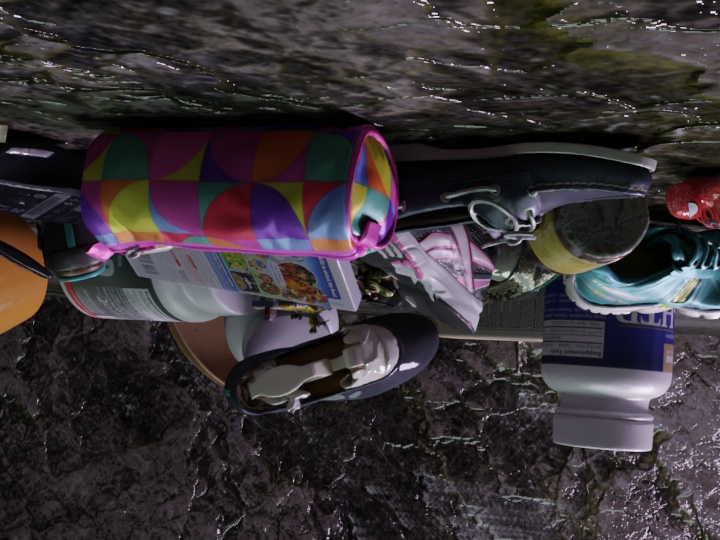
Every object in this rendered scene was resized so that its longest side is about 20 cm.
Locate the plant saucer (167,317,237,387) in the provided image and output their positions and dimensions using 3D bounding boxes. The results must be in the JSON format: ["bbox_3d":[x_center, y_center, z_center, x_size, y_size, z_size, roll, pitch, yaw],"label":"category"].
[{"bbox_3d":[-0.150,0.050,1.176,0.035,0.200,0.200,-30,156,31],"label":"plant saucer"}]

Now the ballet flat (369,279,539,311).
[{"bbox_3d":[0.098,0.001,1.140,0.200,0.068,0.068,-7,165,7],"label":"ballet flat"}]

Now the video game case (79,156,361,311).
[{"bbox_3d":[-0.107,-0.027,0.824,0.200,0.018,0.143,9,148,19],"label":"video game case"}]

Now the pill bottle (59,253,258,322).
[{"bbox_3d":[-0.182,-0.009,1.007,0.200,0.114,0.114,0,173,37],"label":"pill bottle"}]

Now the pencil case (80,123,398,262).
[{"bbox_3d":[-0.077,-0.047,0.664,0.200,0.088,0.088,0,174,24],"label":"pencil case"}]

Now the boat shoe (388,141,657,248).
[{"bbox_3d":[0.082,-0.046,0.667,0.200,0.062,0.075,1,172,21],"label":"boat shoe"}]

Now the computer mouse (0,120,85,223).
[{"bbox_3d":[-0.246,-0.080,0.713,0.200,0.046,0.140,8,162,-34],"label":"computer mouse"}]

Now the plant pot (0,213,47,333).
[{"bbox_3d":[-0.436,0.009,1.104,0.200,0.200,0.183,1,-170,32],"label":"plant pot"}]

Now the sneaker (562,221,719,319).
[{"bbox_3d":[0.271,-0.003,0.890,0.200,0.078,0.080,-7,156,-7],"label":"sneaker"}]

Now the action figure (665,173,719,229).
[{"bbox_3d":[0.280,-0.036,0.734,0.200,0.052,0.065,10,176,-32],"label":"action figure"}]

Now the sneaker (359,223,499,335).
[{"bbox_3d":[0.046,-0.033,0.821,0.080,0.086,0.200,19,164,35],"label":"sneaker"}]

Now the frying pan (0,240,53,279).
[{"bbox_3d":[-0.335,-0.044,0.815,0.115,0.031,0.190,13,154,37],"label":"frying pan"}]

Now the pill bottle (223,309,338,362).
[{"bbox_3d":[-0.082,0.039,1.074,0.112,0.112,0.200,5,-158,-13],"label":"pill bottle"}]

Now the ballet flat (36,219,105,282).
[{"bbox_3d":[-0.240,-0.041,0.898,0.068,0.068,0.200,-15,-167,-17],"label":"ballet flat"}]

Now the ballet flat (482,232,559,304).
[{"bbox_3d":[0.119,-0.004,1.000,0.075,0.068,0.200,15,161,-21],"label":"ballet flat"}]

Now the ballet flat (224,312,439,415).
[{"bbox_3d":[-0.025,0.086,0.946,0.200,0.073,0.073,-16,174,1],"label":"ballet flat"}]

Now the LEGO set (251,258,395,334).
[{"bbox_3d":[0.000,0.000,0.932,0.154,0.116,0.200,0,174,36],"label":"LEGO set"}]

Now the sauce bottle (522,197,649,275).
[{"bbox_3d":[0.157,-0.028,0.796,0.065,0.065,0.200,4,174,-2],"label":"sauce bottle"}]

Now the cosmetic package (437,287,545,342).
[{"bbox_3d":[0.186,0.031,1.227,0.071,0.105,0.200,9,175,-43],"label":"cosmetic package"}]

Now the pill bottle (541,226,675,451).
[{"bbox_3d":[0.229,0.062,0.990,0.120,0.200,0.120,4,175,0],"label":"pill bottle"}]
